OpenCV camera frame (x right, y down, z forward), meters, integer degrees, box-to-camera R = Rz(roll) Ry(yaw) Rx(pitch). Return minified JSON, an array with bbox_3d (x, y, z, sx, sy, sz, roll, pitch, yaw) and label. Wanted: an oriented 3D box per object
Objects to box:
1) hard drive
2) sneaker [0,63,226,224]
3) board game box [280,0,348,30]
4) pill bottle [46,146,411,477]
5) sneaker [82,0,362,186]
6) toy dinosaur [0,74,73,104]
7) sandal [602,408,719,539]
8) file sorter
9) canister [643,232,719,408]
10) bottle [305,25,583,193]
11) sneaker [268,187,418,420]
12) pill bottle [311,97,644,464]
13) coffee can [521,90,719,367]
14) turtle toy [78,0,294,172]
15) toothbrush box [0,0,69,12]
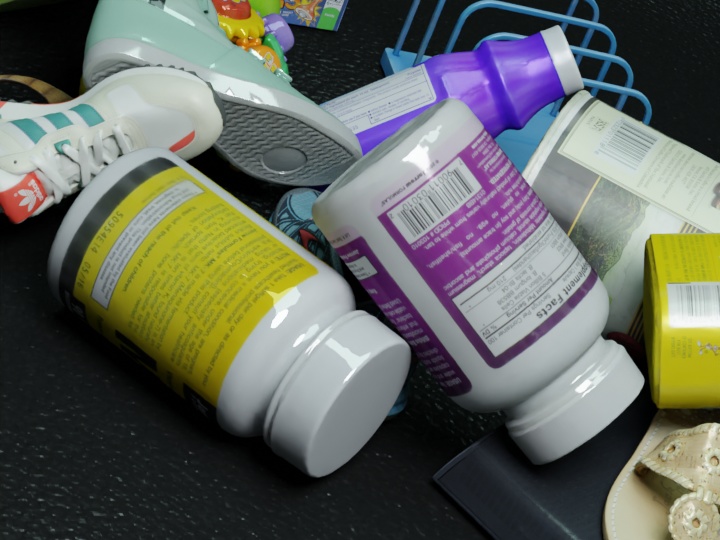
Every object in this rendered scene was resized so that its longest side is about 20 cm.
[{"bbox_3d":[0.154,0.128,1.384,0.200,0.042,0.135,-14,47,-44],"label":"hard drive"},{"bbox_3d":[-0.179,-0.065,1.390,0.199,0.070,0.094,-7,39,16],"label":"sneaker"},{"bbox_3d":[-0.100,-0.267,1.832,0.135,0.035,0.200,6,35,-25],"label":"board game box"},{"bbox_3d":[-0.075,0.025,1.329,0.200,0.114,0.114,36,34,21],"label":"pill bottle"},{"bbox_3d":[-0.081,-0.136,1.473,0.200,0.074,0.118,25,47,-26],"label":"sneaker"},{"bbox_3d":[-0.175,-0.091,1.484,0.106,0.061,0.200,-10,44,-26],"label":"toy dinosaur"},{"bbox_3d":[0.195,0.110,1.329,0.077,0.070,0.212,24,31,3],"label":"sandal"},{"bbox_3d":[0.116,-0.140,1.693,0.138,0.123,0.200,9,34,-20],"label":"file sorter"},{"bbox_3d":[0.272,0.029,1.364,0.199,0.087,0.149,0,22,4],"label":"canister"},{"bbox_3d":[0.051,-0.107,1.544,0.084,0.200,0.065,51,17,-72],"label":"bottle"},{"bbox_3d":[0.000,0.000,1.431,0.079,0.096,0.200,6,35,-27],"label":"sneaker"},{"bbox_3d":[0.072,0.010,1.314,0.200,0.112,0.112,52,32,-7],"label":"pill bottle"},{"bbox_3d":[0.202,-0.011,1.528,0.200,0.147,0.146,29,32,11],"label":"coffee can"},{"bbox_3d":[-0.105,-0.154,1.589,0.145,0.101,0.200,21,25,-3],"label":"turtle toy"},{"bbox_3d":[-0.178,-0.241,1.583,0.145,0.086,0.200,-17,5,-42],"label":"toothbrush box"}]
